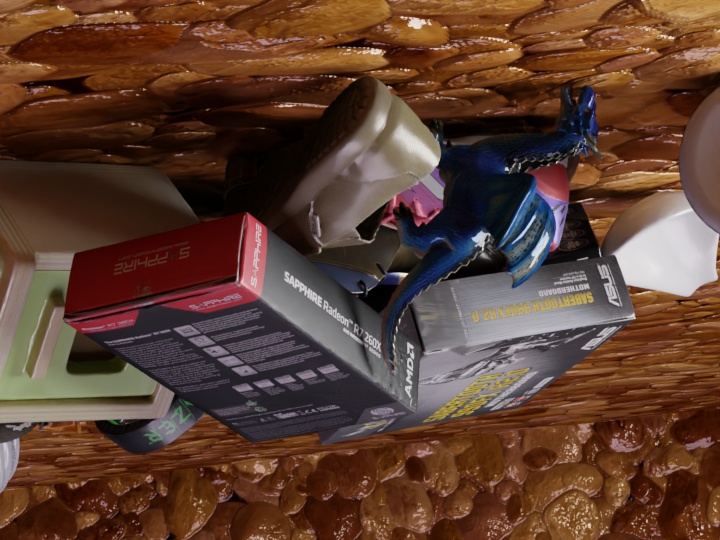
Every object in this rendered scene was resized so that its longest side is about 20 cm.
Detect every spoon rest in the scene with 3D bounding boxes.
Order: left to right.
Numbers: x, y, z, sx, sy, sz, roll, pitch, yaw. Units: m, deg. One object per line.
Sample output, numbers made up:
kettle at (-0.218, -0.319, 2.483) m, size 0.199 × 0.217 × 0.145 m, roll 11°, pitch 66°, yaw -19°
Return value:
spoon rest at (0.237, -0.017, 1.867) m, size 0.099 × 0.061 × 0.200 m, roll -33°, pitch 166°, yaw 13°

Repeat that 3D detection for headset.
headset at (-0.124, 0.052, 1.665) m, size 0.123 × 0.200 × 0.094 m, roll -42°, pitch 120°, yaw 13°

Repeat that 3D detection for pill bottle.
pill bottle at (0.276, -0.057, 1.541) m, size 0.106 × 0.106 × 0.200 m, roll -9°, pitch 171°, yaw 23°

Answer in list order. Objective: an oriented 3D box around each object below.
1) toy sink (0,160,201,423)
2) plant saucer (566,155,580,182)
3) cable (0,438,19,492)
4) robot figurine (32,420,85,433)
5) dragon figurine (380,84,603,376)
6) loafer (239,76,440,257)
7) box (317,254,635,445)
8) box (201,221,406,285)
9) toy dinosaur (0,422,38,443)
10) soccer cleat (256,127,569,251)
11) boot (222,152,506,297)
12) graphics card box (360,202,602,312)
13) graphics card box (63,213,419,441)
toy sink at (-0.206, 0.015, 1.512) m, size 0.200 × 0.112 × 0.131 m, roll 2°, pitch 123°, yaw -33°
plant saucer at (0.051, -0.051, 1.674) m, size 0.200 × 0.035 × 0.200 m, roll -4°, pitch 171°, yaw -1°
cable at (-0.330, 0.088, 1.823) m, size 0.069 × 0.200 × 0.200 m, roll -27°, pitch 162°, yaw -27°
robot figurine at (-0.221, 0.087, 1.851) m, size 0.145 × 0.058 × 0.200 m, roll 4°, pitch 167°, yaw -34°
dragon figurine at (0.078, -0.030, 1.453) m, size 0.099 × 0.200 × 0.059 m, roll 14°, pitch 158°, yaw 24°
loafer at (-0.020, -0.041, 1.445) m, size 0.067 × 0.076 × 0.200 m, roll 32°, pitch 148°, yaw -13°
box at (0.070, 0.055, 1.655) m, size 0.158 × 0.048 × 0.200 m, roll -9°, pitch 163°, yaw -25°
box at (-0.076, -0.015, 1.715) m, size 0.200 × 0.032 × 0.121 m, roll 6°, pitch -178°, yaw -40°
toy dinosaur at (-0.255, 0.077, 1.666) m, size 0.200 × 0.103 × 0.077 m, roll 2°, pitch 180°, yaw 17°
soccer cleat at (0.035, -0.050, 1.534) m, size 0.200 × 0.073 × 0.068 m, roll 0°, pitch 170°, yaw -14°
boot at (0.000, 0.000, 1.584) m, size 0.200 × 0.097 × 0.075 m, roll 16°, pitch 149°, yaw -18°
graphics card box at (0.076, 0.009, 1.789) m, size 0.200 × 0.051 × 0.125 m, roll -12°, pitch -164°, yaw 3°
graphics card box at (-0.066, 0.038, 1.462) m, size 0.125 × 0.051 × 0.200 m, roll -13°, pitch 148°, yaw 30°
